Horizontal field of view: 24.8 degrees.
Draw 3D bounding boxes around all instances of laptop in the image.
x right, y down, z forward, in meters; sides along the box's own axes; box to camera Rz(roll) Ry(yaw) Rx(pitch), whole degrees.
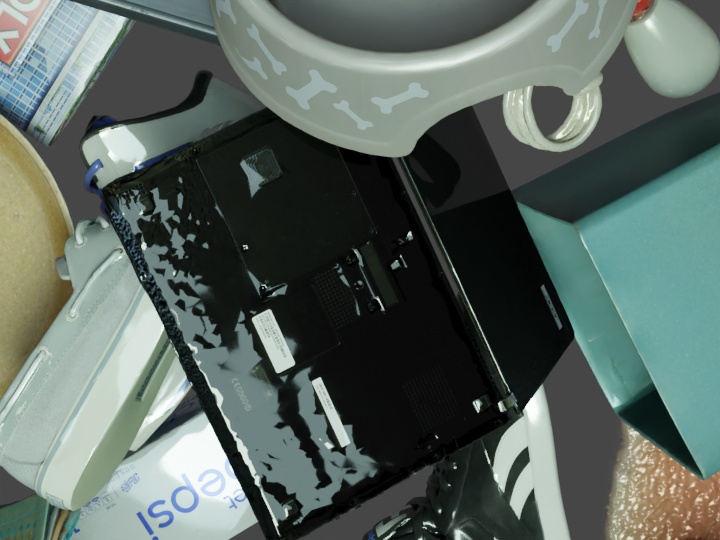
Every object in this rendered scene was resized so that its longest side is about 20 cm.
[{"bbox_3d":[0.000,0.000,0.775,0.199,0.103,0.179,-27,96,-11],"label":"laptop"}]

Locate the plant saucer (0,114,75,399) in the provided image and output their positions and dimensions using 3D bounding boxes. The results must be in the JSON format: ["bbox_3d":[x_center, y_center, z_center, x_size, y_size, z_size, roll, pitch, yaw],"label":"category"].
[{"bbox_3d":[-0.231,-0.002,0.840,0.198,0.035,0.203,2,101,11],"label":"plant saucer"}]

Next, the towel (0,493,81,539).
[{"bbox_3d":[-0.189,0.216,0.810,0.022,0.146,0.202,16,71,-30],"label":"towel"}]

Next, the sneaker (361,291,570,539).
[{"bbox_3d":[0.049,0.110,0.877,0.111,0.073,0.202,-14,103,-2],"label":"sneaker"}]

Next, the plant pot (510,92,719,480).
[{"bbox_3d":[0.204,-0.020,0.834,0.199,0.141,0.142,-30,102,-4],"label":"plant pot"}]

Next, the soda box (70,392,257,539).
[{"bbox_3d":[-0.071,0.099,0.873,0.199,0.063,0.069,-32,99,3],"label":"soda box"}]

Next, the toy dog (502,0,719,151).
[{"bbox_3d":[0.098,-0.172,0.830,0.131,0.096,0.202,-25,115,-6],"label":"toy dog"}]

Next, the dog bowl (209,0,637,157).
[{"bbox_3d":[0.024,-0.151,0.705,0.197,0.059,0.202,-3,68,8],"label":"dog bowl"}]

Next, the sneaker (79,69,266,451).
[{"bbox_3d":[-0.107,-0.020,0.846,0.114,0.081,0.201,30,91,-5],"label":"sneaker"}]

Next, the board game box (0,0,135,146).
[{"bbox_3d":[-0.146,-0.169,0.816,0.199,0.062,0.201,33,97,-8],"label":"board game box"}]

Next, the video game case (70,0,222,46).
[{"bbox_3d":[-0.067,-0.210,0.782,0.141,0.019,0.202,14,79,-21],"label":"video game case"}]

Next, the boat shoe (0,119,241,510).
[{"bbox_3d":[-0.114,0.010,0.770,0.071,0.070,0.202,26,81,9],"label":"boat shoe"}]
